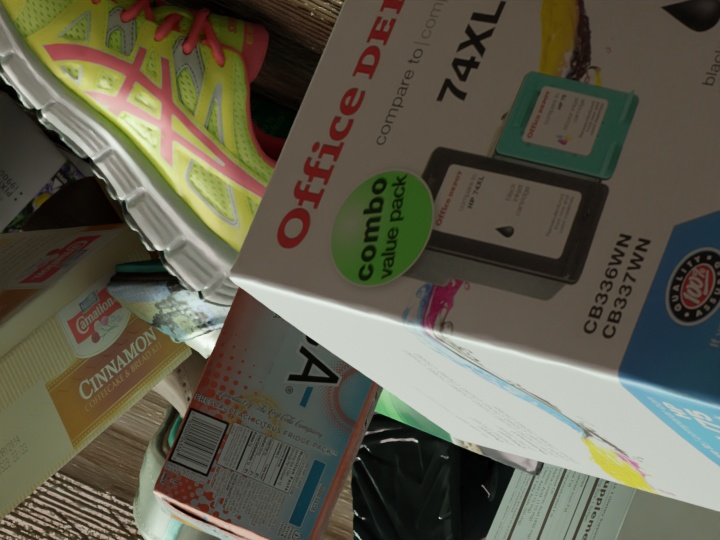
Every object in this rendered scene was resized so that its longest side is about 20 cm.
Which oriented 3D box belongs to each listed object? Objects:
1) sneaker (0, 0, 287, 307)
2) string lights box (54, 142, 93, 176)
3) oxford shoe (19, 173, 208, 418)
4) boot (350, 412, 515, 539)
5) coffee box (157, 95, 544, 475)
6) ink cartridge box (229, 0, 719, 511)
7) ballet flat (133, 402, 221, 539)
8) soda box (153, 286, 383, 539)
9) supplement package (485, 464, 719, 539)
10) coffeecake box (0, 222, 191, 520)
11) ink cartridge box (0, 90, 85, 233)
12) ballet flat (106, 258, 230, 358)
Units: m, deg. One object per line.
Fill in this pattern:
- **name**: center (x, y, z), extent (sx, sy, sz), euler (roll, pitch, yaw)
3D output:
- **sneaker**: center (-0.084, -0.084, 1.199), extent (0.200, 0.090, 0.078), euler (49, -169, -24)
- **string lights box**: center (-0.216, 0.020, 1.585), extent (0.103, 0.201, 0.059), euler (29, 169, -24)
- **oxford shoe**: center (-0.100, 0.036, 1.425), extent (0.200, 0.073, 0.071), euler (58, 175, 36)
- **boot**: center (0.043, 0.151, 1.610), extent (0.076, 0.201, 0.168), euler (2, -178, 18)
- **coffee box**: center (0.008, 0.006, 1.334), extent (0.199, 0.044, 0.123), euler (23, 135, 4)
- **ink cartridge box**: center (0.095, -0.016, 0.932), extent (0.199, 0.147, 0.146), euler (13, 166, 40)
- **ballet flat**: center (-0.072, 0.079, 1.493), extent (0.067, 0.064, 0.200), euler (24, -154, 2)
- **soda box**: center (-0.011, 0.008, 1.119), extent (0.063, 0.201, 0.068), euler (23, 170, 3)
- **supplement package**: center (0.179, 0.131, 1.421), extent (0.200, 0.156, 0.111), euler (29, 167, -24)
- **coffeecake box**: center (-0.202, 0.050, 1.362), extent (0.199, 0.153, 0.073), euler (-4, 117, 43)
- **ink cartridge box**: center (-0.219, 0.015, 1.512), extent (0.109, 0.200, 0.050), euler (48, 167, -25)
- **ballet flat**: center (-0.019, 0.019, 1.270), extent (0.199, 0.075, 0.074), euler (-7, 154, 29)
